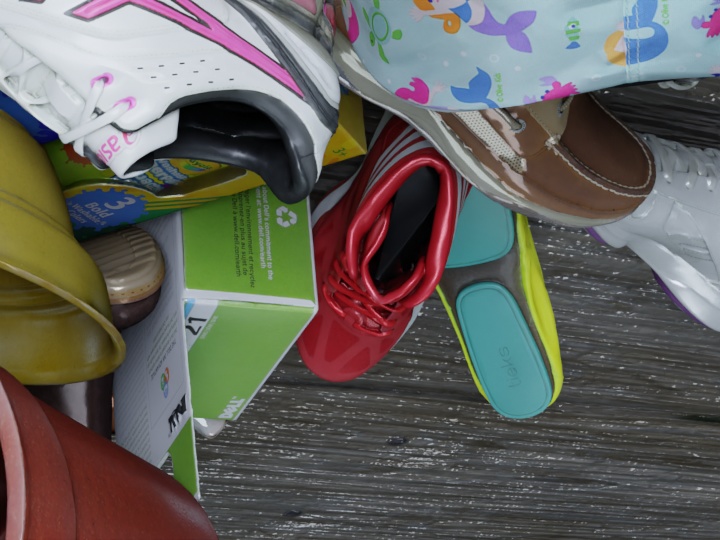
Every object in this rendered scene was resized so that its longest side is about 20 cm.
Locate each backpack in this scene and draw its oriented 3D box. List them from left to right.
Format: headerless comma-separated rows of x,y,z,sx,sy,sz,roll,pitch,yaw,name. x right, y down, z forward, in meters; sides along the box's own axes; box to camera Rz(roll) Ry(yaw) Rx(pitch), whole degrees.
0.079,-0.145,0.597,0.199,0.178,0.151,-13,133,10,backpack

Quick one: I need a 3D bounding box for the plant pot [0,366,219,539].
-0.164,0.130,0.720,0.200,0.202,0.195,-18,156,21,plant pot

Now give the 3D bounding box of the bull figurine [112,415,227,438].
-0.156,0.076,1.064,0.199,0.065,0.121,4,159,24,bull figurine

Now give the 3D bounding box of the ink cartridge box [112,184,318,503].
-0.078,0.049,0.909,0.075,0.201,0.148,4,152,-21,ink cartridge box

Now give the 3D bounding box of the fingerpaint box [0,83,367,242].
-0.112,-0.097,0.753,0.166,0.074,0.200,-16,152,17,fingerpaint box

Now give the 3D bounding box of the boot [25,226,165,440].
-0.141,0.064,0.903,0.072,0.167,0.200,-16,-169,-28,boot

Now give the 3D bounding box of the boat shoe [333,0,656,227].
0.064,-0.085,0.764,0.199,0.076,0.072,28,135,-29,boat shoe

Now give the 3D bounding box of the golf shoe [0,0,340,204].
-0.095,-0.082,0.614,0.199,0.093,0.073,12,146,-25,golf shoe

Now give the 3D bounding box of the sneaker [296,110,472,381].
0.000,0.000,0.873,0.078,0.116,0.201,23,126,3,sneaker

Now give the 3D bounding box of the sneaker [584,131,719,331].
0.173,-0.046,0.930,0.099,0.075,0.200,-37,133,22,sneaker

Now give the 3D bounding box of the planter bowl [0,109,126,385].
-0.185,-0.024,0.704,0.199,0.084,0.201,9,161,3,planter bowl

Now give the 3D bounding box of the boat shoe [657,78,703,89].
0.153,-0.116,0.786,0.199,0.061,0.074,-24,166,30,boat shoe

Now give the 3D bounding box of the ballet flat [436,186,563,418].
0.068,-0.011,0.958,0.066,0.067,0.201,-9,120,20,ballet flat
